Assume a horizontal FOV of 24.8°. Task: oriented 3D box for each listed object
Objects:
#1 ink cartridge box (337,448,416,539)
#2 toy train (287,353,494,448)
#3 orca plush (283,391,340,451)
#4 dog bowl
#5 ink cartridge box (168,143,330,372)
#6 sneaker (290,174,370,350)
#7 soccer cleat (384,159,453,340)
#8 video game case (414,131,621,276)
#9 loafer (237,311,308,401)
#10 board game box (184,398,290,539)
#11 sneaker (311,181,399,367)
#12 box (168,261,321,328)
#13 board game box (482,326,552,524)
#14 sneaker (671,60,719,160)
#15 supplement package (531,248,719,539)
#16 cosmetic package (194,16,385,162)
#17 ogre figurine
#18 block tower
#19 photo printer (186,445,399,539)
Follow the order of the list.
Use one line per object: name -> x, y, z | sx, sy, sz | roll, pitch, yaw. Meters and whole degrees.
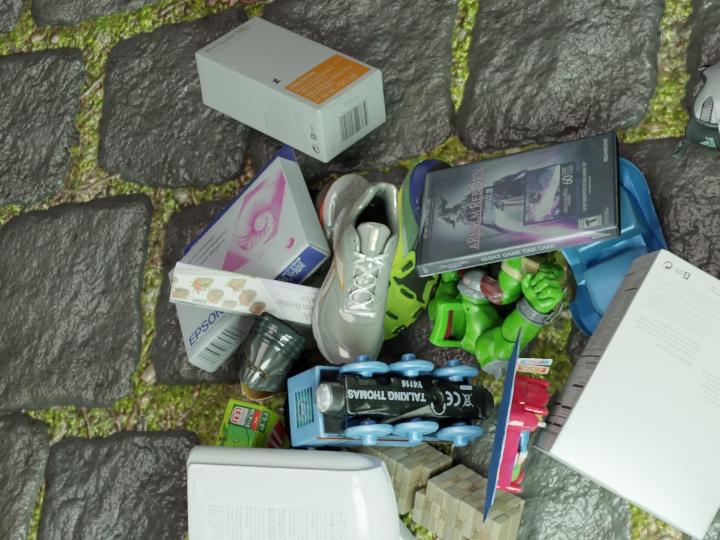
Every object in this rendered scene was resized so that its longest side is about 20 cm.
ink cartridge box -> 0.004, 0.280, 1.598 | 0.099, 0.039, 0.200 | -36, 92, 13
toy train -> 0.030, 0.129, 1.570 | 0.114, 0.199, 0.087 | -22, 68, 53
orca plush -> -0.058, 0.210, 1.654 | 0.071, 0.105, 0.201 | -8, 94, -16
dog bowl -> 0.250, -0.014, 1.599 | 0.111, 0.050, 0.201 | -25, 61, 19
ink cartridge box -> -0.130, -0.024, 1.771 | 0.196, 0.043, 0.200 | -45, 41, 22
sneaker -> -0.045, -0.008, 1.765 | 0.082, 0.077, 0.201 | 15, 79, 61
soccer cleat -> 0.049, -0.021, 1.720 | 0.084, 0.065, 0.201 | 16, 83, 63
video game case -> 0.153, -0.065, 1.593 | 0.199, 0.019, 0.143 | -11, 41, 17
loafer -> -0.099, 0.098, 1.669 | 0.073, 0.200, 0.072 | 33, 78, 9
board game box -> -0.119, 0.243, 1.677 | 0.047, 0.102, 0.201 | 9, 76, 35
sneaker -> 0.000, 0.000, 1.615 | 0.075, 0.092, 0.201 | 10, 61, -9
box -> -0.094, 0.030, 1.659 | 0.199, 0.041, 0.039 | 11, 84, -7
board game box -> 0.144, 0.146, 1.472 | 0.039, 0.200, 0.159 | 10, 73, 4
sneaker -> 0.365, -0.121, 1.565 | 0.139, 0.078, 0.201 | -17, 55, 25
supplement package -> 0.270, 0.108, 1.449 | 0.151, 0.151, 0.200 | 30, 87, 1
cosmetic package -> -0.078, -0.204, 1.819 | 0.200, 0.071, 0.101 | 27, 50, 35
ogre figurine -> 0.123, 0.024, 1.616 | 0.200, 0.098, 0.120 | 34, 108, 36
block tower -> 0.070, 0.214, 1.599 | 0.200, 0.054, 0.058 | 29, 123, 34
photo printer -> -0.063, 0.250, 1.549 | 0.199, 0.069, 0.167 | 1, 101, 9
